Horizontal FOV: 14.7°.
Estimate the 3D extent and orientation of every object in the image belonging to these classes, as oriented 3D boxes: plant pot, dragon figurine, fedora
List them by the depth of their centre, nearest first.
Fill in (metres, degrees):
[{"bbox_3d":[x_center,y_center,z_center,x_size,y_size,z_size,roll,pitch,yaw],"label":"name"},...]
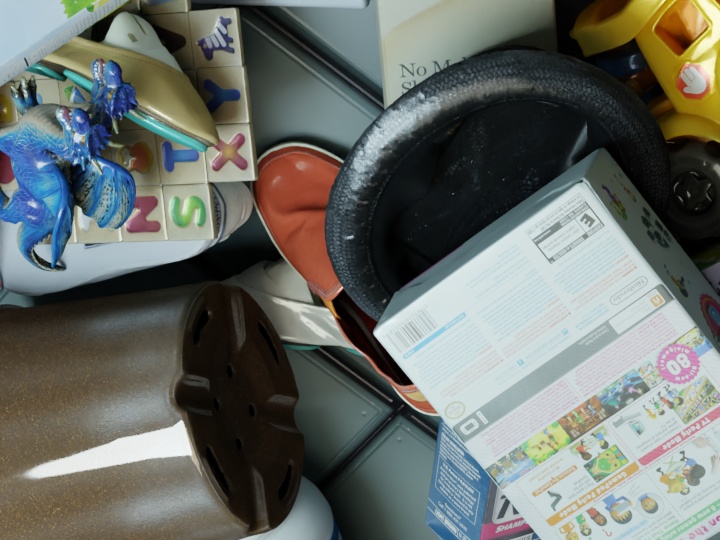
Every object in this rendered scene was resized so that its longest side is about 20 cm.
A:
[{"bbox_3d":[0.074,-0.053,1.550,0.200,0.092,0.201,-1,126,-1],"label":"fedora"},{"bbox_3d":[-0.169,-0.044,1.589,0.099,0.059,0.200,35,141,29],"label":"dragon figurine"},{"bbox_3d":[-0.152,0.098,1.665,0.198,0.200,0.201,-13,118,23],"label":"plant pot"}]

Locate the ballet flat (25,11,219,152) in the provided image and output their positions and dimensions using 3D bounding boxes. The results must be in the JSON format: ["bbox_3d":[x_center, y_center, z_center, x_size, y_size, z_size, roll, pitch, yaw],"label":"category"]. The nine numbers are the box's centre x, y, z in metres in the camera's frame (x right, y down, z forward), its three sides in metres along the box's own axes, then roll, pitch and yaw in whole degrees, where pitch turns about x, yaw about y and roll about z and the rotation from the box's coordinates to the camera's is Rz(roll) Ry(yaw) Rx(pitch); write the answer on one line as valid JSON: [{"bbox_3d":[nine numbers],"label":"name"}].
[{"bbox_3d":[-0.158,-0.130,1.607,0.200,0.069,0.063,24,87,23],"label":"ballet flat"}]

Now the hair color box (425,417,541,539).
[{"bbox_3d":[0.106,0.080,1.712,0.100,0.061,0.200,-15,128,-30],"label":"hair color box"}]

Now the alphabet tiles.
[{"bbox_3d":[-0.149,-0.099,1.647,0.200,0.006,0.167,-1,100,31],"label":"alphabet tiles"}]

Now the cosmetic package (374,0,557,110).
[{"bbox_3d":[0.061,-0.123,1.604,0.103,0.073,0.200,-7,123,0],"label":"cosmetic package"}]

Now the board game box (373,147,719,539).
[{"bbox_3d":[0.128,0.059,1.498,0.147,0.064,0.200,-35,98,22],"label":"board game box"}]

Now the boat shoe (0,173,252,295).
[{"bbox_3d":[-0.155,-0.030,1.710,0.200,0.070,0.071,-10,94,33],"label":"boat shoe"}]

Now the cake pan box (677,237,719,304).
[{"bbox_3d":[0.238,-0.018,1.578,0.200,0.184,0.052,-29,95,24],"label":"cake pan box"}]

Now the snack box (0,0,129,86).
[{"bbox_3d":[-0.227,-0.187,1.549,0.200,0.068,0.169,-35,88,-4],"label":"snack box"}]

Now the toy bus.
[{"bbox_3d":[0.187,-0.135,1.561,0.192,0.136,0.200,44,122,-1],"label":"toy bus"}]

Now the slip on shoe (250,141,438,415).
[{"bbox_3d":[0.000,0.000,1.663,0.074,0.061,0.200,-39,70,9],"label":"slip on shoe"}]

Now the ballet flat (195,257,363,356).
[{"bbox_3d":[-0.014,0.021,1.730,0.200,0.069,0.070,10,123,-1],"label":"ballet flat"}]

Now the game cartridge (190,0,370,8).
[{"bbox_3d":[-0.063,-0.242,1.587,0.133,0.042,0.200,0,121,5],"label":"game cartridge"}]

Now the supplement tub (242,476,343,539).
[{"bbox_3d":[-0.069,0.219,1.805,0.144,0.145,0.200,-13,118,18],"label":"supplement tub"}]
